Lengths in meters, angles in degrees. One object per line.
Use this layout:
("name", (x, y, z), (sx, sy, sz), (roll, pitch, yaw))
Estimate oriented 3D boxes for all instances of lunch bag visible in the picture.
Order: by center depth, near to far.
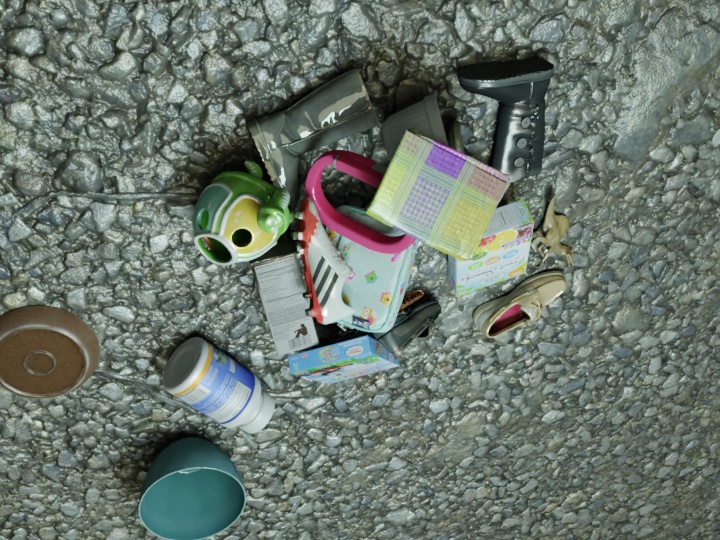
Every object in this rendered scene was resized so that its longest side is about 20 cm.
("lunch bag", (0.000, 0.000, 1.356), (0.159, 0.077, 0.202), (18, 94, 13))

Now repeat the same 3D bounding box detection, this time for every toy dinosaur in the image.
("toy dinosaur", (0.015, 0.064, 1.470), (0.200, 0.103, 0.135), (-40, 156, 18))
("toy dinosaur", (0.348, -0.073, 1.528), (0.101, 0.058, 0.201), (-36, 135, -9))

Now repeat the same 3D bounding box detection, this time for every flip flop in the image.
("flip flop", (0.191, -0.164, 1.394), (0.057, 0.081, 0.201), (-13, 121, 8))

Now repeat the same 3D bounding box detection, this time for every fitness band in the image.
("fitness band", (0.003, -0.103, 1.258), (0.199, 0.037, 0.144), (28, 136, 14))

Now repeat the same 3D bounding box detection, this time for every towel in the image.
("towel", (0.116, -0.107, 1.194), (0.199, 0.023, 0.145), (21, 102, -25))

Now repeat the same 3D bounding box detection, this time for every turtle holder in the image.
("turtle holder", (-0.177, -0.074, 1.272), (0.184, 0.132, 0.142), (15, 143, 26))

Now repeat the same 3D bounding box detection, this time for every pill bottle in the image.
("pill bottle", (-0.253, 0.217, 1.501), (0.112, 0.112, 0.200), (-40, 125, 13))

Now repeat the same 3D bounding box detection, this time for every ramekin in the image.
("ramekin", (0.098, -0.168, 1.299), (0.093, 0.203, 0.203), (-14, 127, 7))

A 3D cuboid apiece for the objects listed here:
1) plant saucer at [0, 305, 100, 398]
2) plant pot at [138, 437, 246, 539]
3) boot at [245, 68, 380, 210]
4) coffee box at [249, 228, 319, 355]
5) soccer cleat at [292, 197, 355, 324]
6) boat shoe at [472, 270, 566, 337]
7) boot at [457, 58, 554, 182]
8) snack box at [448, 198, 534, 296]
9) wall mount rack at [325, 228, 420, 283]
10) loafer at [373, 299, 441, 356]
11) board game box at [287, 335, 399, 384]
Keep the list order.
("plant saucer", (-0.554, 0.152, 1.418), (0.198, 0.035, 0.202), (-8, 126, -11))
("plant pot", (-0.329, 0.404, 1.590), (0.198, 0.135, 0.202), (-8, 126, -11))
("boot", (-0.064, -0.205, 1.307), (0.199, 0.073, 0.183), (-25, 129, -7))
("coffee box", (-0.136, 0.029, 1.407), (0.079, 0.113, 0.201), (-15, 125, -5))
("soccer cleat", (-0.056, -0.017, 1.294), (0.084, 0.069, 0.202), (-8, 94, -13))
("boat shoe", (0.320, 0.073, 1.597), (0.199, 0.069, 0.074), (-30, 126, 5))
("boot", (0.235, -0.242, 1.369), (0.163, 0.066, 0.201), (-6, 129, -10))
("snack box", (0.229, -0.036, 1.459), (0.141, 0.053, 0.200), (-18, 153, -3))
("wall mount rack", (0.048, -0.073, 1.422), (0.173, 0.075, 0.201), (37, 110, 2))
("loafer", (0.095, 0.108, 1.497), (0.072, 0.063, 0.199), (-39, 168, 35))
("board game box", (-0.025, 0.165, 1.494), (0.150, 0.037, 0.200), (-16, 164, 14))
